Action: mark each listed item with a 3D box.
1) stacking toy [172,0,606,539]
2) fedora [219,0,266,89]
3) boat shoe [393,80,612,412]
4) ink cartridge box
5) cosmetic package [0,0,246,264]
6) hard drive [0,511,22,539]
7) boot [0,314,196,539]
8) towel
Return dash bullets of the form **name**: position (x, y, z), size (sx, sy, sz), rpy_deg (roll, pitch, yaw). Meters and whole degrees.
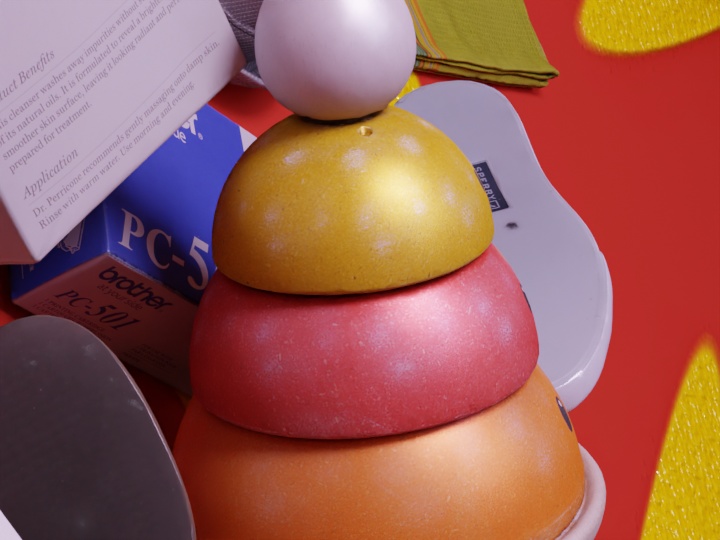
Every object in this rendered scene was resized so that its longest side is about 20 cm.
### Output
- **stacking toy**: position (0.000, 0.000, 0.791), size (0.146, 0.146, 0.200), rpy_deg (-54, 144, -61)
- **fedora**: position (-0.046, -0.174, 0.999), size (0.177, 0.090, 0.200), rpy_deg (14, 57, -60)
- **boat shoe**: position (0.057, 0.014, 1.003), size (0.200, 0.071, 0.091), rpy_deg (-103, -177, -53)
- **ink cartridge box**: position (-0.048, -0.002, 0.902), size (0.200, 0.044, 0.094), rpy_deg (32, 40, -50)
- **cosmetic package**: position (-0.127, -0.112, 0.728), size (0.113, 0.081, 0.200), rpy_deg (-46, 122, -39)
- **hard drive**: position (-0.115, 0.140, 0.551), size (0.132, 0.027, 0.200), rpy_deg (56, 38, -14)
- **boot**: position (-0.070, 0.111, 0.759), size (0.075, 0.074, 0.200), rpy_deg (16, 55, -84)
- **towel**: position (0.037, -0.133, 1.209), size (0.200, 0.018, 0.086), rpy_deg (1, 68, -63)
